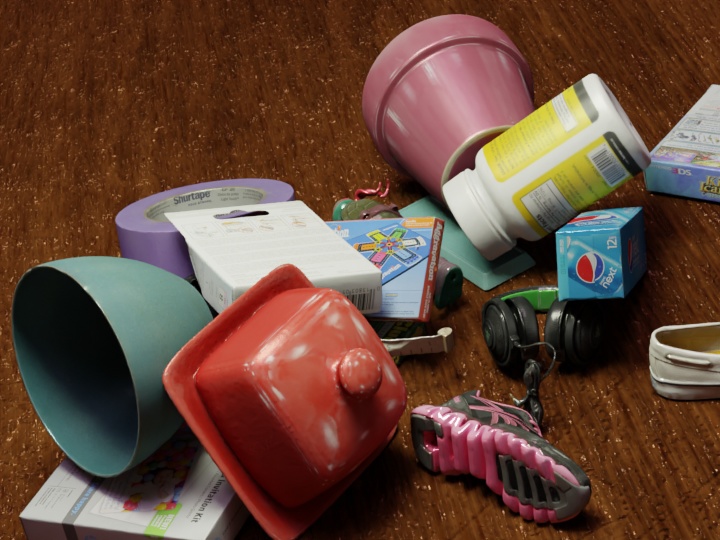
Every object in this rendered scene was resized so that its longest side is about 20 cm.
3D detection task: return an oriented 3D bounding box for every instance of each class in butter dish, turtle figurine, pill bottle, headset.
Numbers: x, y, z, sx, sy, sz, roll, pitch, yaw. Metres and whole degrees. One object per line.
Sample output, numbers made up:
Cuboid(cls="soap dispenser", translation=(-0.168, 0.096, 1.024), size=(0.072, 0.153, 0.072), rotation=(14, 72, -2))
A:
Cuboid(cls="butter dish", translation=(-0.036, 0.104, 1.465), size=(0.147, 0.201, 0.199), rotation=(-23, 15, 49))
Cuboid(cls="turtle figurine", translation=(0.015, -0.023, 1.766), size=(0.149, 0.102, 0.200), rotation=(-23, 36, -23))
Cuboid(cls="pill bottle", translation=(0.191, -0.104, 1.730), size=(0.199, 0.114, 0.115), rotation=(-33, 28, 14))
Cuboid(cls="headset", translation=(0.176, 0.072, 1.606), size=(0.122, 0.095, 0.200), rotation=(-2, 17, 11))

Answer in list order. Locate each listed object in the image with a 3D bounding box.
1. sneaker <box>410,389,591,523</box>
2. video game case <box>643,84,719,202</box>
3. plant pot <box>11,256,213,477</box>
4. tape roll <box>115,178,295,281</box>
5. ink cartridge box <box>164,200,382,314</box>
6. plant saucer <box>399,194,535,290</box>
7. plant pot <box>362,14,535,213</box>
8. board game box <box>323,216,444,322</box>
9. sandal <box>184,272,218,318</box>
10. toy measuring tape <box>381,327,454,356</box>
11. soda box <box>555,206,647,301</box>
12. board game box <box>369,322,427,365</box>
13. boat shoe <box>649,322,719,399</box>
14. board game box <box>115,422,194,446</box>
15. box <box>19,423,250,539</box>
Cuboid(cls="sneaker", translation=(0.137, 0.155, 1.478), size=(0.095, 0.080, 0.199), rotation=(-23, 32, -36))
Cuboid(cls="video game case", translation=(0.441, -0.135, 1.833), size=(0.199, 0.046, 0.181), rotation=(12, 39, 36))
Cuboid(cls="plant pot", translation=(-0.211, 0.071, 1.530), size=(0.134, 0.202, 0.199), rotation=(-23, 31, -38))
Cuboid(cls="tape roll", translation=(-0.164, -0.034, 1.823), size=(0.198, 0.086, 0.200), rotation=(-7, 18, 2))
Cuboid(cls="ink cartridge box", translation=(-0.090, -0.009, 1.658), size=(0.161, 0.058, 0.200), rotation=(-6, 21, -26))
Cuboid(cls="plant saucer", translation=(0.107, -0.035, 1.831), size=(0.069, 0.019, 0.200), rotation=(-27, 35, -21))
Cuboid(cls="plant pot", translation=(0.120, -0.156, 1.861), size=(0.198, 0.201, 0.180), rotation=(-18, 43, -8))
Cuboid(cls="board game box", translation=(0.000, 0.000, 1.689), size=(0.199, 0.104, 0.019), rotation=(0, -13, 45))
Cuboid(cls="sandal", translation=(-0.137, 0.040, 1.641), size=(0.075, 0.048, 0.201), rotation=(-31, 34, -6))
Cuboid(cls="toy measuring tape", translation=(-0.009, 0.065, 1.633), size=(0.198, 0.074, 0.074), rotation=(-8, 32, 1))
Cuboid(cls="soda box", translation=(0.238, -0.018, 1.632), size=(0.063, 0.069, 0.200), rotation=(-3, 7, 16))
Cuboid(cls="board game box", translation=(-0.026, 0.101, 1.661), size=(0.104, 0.024, 0.200), rotation=(8, 38, 35))
Cuboid(cls="boat shoe", translation=(0.362, 0.070, 1.516), size=(0.198, 0.070, 0.071), rotation=(-3, 33, 17))
Cuboid(cls="board game box", translation=(-0.166, 0.107, 1.627), size=(0.198, 0.039, 0.158), rotation=(-10, 24, 0))
Cuboid(cls="box", translation=(-0.193, 0.204, 1.547), size=(0.198, 0.042, 0.156), rotation=(4, 35, 24))
